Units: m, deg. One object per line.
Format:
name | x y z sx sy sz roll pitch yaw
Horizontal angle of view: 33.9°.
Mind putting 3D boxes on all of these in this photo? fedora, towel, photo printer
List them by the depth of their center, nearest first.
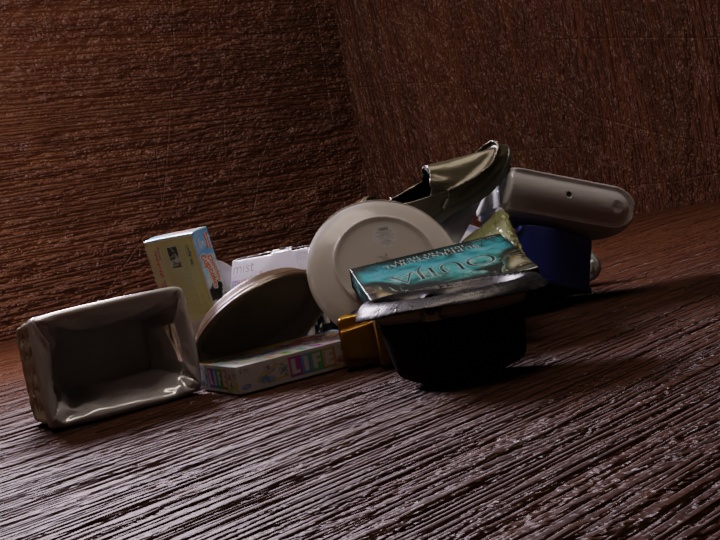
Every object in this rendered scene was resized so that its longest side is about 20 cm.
fedora | 0.098 0.062 1.205 0.198 0.093 0.201 -11 3 1
towel | 0.153 0.003 1.546 0.148 0.036 0.200 -43 18 15
photo printer | 0.281 -0.090 1.682 0.198 0.070 0.166 10 -6 -11

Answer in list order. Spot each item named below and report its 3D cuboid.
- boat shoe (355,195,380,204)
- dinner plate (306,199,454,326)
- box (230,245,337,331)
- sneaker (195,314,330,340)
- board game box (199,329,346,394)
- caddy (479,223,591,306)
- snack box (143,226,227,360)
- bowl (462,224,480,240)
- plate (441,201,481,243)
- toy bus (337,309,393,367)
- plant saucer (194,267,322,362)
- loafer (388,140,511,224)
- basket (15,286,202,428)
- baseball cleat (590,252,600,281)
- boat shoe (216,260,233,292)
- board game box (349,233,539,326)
boat shoe | 0.000 0.000 1.629 0.068 0.202 0.072 -4 -2 41
dinner plate | 0.031 -0.006 1.485 0.198 0.202 0.024 -11 -26 -13
box | -0.070 0.030 1.819 0.198 0.098 0.176 -8 -16 33
sneaker | -0.124 0.085 1.648 0.198 0.080 0.129 0 -14 -45
board game box | -0.088 0.112 1.477 0.198 0.035 0.134 -13 4 -28
caddy | 0.244 -0.002 1.678 0.140 0.106 0.199 2 -6 43
snack box | -0.253 0.039 1.801 0.115 0.202 0.037 -7 14 41
bowl | 0.152 -0.025 1.853 0.199 0.091 0.201 16 -5 1
plate | 0.082 -0.033 1.697 0.199 0.032 0.201 -31 22 48
toy bus | 0.075 0.069 1.406 0.198 0.066 0.078 -11 6 -4
plant saucer | -0.131 0.063 1.531 0.199 0.030 0.201 -27 -27 -15
loafer | 0.120 -0.118 1.627 0.199 0.070 0.075 -38 25 2
basket | -0.316 0.106 1.463 0.198 0.137 0.123 -12 1 -32
baseball cleat | 0.306 -0.005 1.899 0.198 0.071 0.106 -1 -2 37
boat shoe | -0.218 0.060 1.892 0.092 0.075 0.200 -15 -42 26
board game box | 0.097 0.008 1.403 0.198 0.028 0.135 -14 21 -10
